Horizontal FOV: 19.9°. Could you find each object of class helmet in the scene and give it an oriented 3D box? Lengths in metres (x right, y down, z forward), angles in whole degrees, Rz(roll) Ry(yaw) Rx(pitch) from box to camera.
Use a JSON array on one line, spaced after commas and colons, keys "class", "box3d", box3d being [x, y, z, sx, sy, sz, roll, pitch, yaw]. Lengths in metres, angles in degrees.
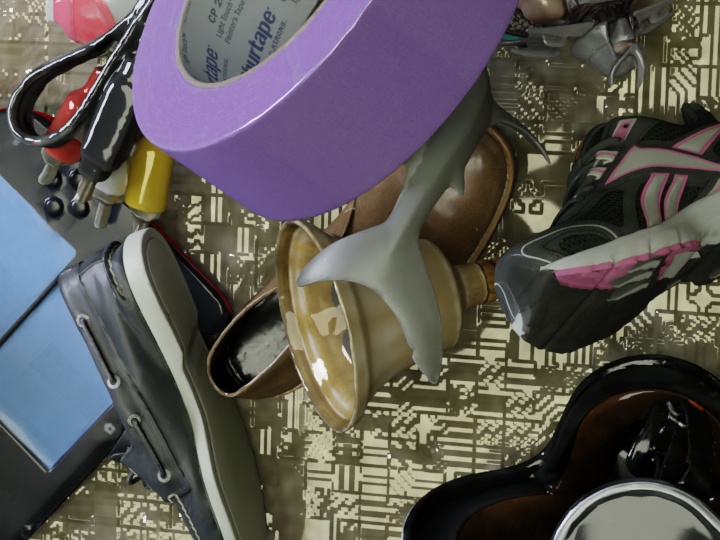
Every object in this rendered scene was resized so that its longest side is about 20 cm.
[{"class": "helmet", "box3d": [0.122, 0.157, 0.983, 0.200, 0.200, 0.191, 45, 114, 6]}]

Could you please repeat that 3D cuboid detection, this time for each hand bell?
[{"class": "hand bell", "box3d": [0.069, 0.004, 1.008, 0.199, 0.104, 0.105, -14, 93, -18]}]

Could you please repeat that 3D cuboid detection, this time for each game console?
[{"class": "game console", "box3d": [-0.192, 0.029, 1.136, 0.177, 0.031, 0.200, 46, 106, 7]}]

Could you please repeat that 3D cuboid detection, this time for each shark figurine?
[{"class": "shark figurine", "box3d": [0.046, -0.056, 0.934, 0.089, 0.215, 0.128, 32, 118, -18]}]

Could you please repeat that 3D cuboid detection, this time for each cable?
[{"class": "cable", "box3d": [-0.113, -0.114, 1.060, 0.097, 0.050, 0.201, 32, 105, 13]}]

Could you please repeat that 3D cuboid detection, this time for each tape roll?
[{"class": "tape roll", "box3d": [-0.015, -0.124, 0.922, 0.066, 0.200, 0.200, 33, 108, -31]}]

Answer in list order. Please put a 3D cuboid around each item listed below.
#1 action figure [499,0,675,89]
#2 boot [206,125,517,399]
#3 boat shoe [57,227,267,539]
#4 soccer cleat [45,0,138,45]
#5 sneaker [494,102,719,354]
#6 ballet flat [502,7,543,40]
[{"class": "action figure", "box3d": [0.097, -0.181, 0.989, 0.069, 0.130, 0.201, -23, 85, 41]}, {"class": "boot", "box3d": [0.000, 0.000, 1.057, 0.200, 0.075, 0.074, -43, 83, 15]}, {"class": "boat shoe", "box3d": [-0.106, 0.079, 1.082, 0.066, 0.075, 0.200, -15, 111, 13]}, {"class": "soccer cleat", "box3d": [-0.113, -0.211, 1.073, 0.076, 0.067, 0.201, 11, 101, 2]}, {"class": "sneaker", "box3d": [0.122, -0.027, 0.972, 0.086, 0.199, 0.080, 52, 129, 17]}, {"class": "ballet flat", "box3d": [0.013, -0.165, 1.034, 0.199, 0.068, 0.076, 12, 115, 16]}]
